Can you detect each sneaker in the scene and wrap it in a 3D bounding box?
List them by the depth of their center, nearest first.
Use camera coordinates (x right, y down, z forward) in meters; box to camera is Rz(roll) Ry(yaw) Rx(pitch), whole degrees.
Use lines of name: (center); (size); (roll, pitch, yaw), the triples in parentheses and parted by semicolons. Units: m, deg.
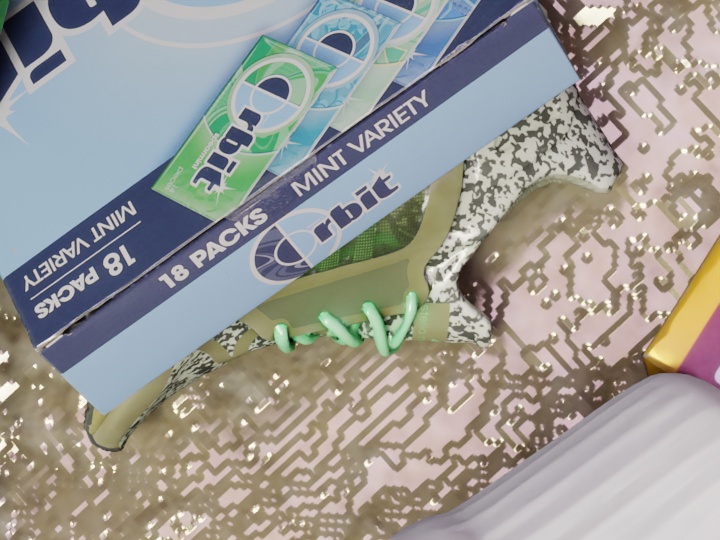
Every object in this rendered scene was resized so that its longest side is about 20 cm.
sneaker: (0.000, 0.000, 0.772); (0.200, 0.077, 0.089); (-41, 90, 5)

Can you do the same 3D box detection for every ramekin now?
ramekin: (0.105, 0.123, 0.678); (0.098, 0.201, 0.201); (-38, 79, -6)

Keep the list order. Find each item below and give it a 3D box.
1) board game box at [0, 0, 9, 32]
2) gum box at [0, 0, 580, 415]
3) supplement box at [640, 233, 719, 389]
board game box: (-0.174, -0.016, 0.766); (0.134, 0.029, 0.201); (20, 96, 48)
gum box: (-0.053, -0.081, 0.756); (0.170, 0.045, 0.200); (-35, 50, 3)
supplement box: (0.195, 0.036, 0.726); (0.200, 0.086, 0.111); (32, 88, 11)
